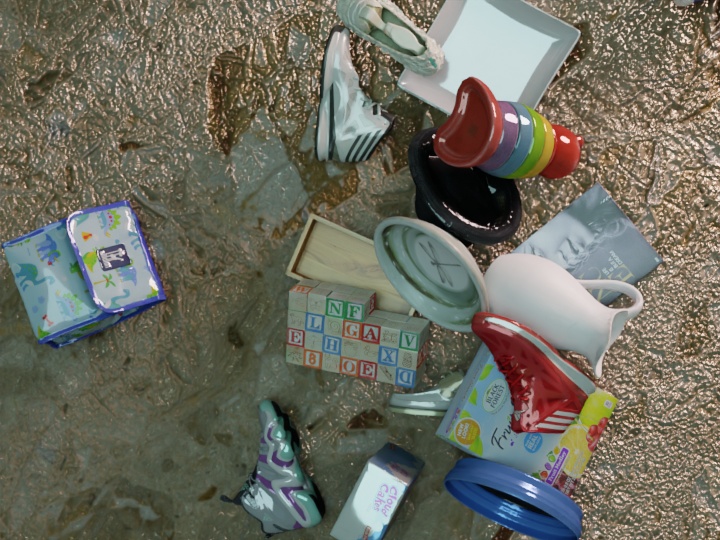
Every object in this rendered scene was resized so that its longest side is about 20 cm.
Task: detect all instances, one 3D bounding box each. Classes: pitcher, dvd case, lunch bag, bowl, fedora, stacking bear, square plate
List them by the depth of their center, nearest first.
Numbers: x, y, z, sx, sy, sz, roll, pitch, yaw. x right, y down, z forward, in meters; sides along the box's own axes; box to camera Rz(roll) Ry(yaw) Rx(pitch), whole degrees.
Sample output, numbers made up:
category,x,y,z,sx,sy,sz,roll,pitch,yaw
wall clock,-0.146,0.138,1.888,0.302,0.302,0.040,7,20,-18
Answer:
category,x,y,z,sx,sy,sz,roll,pitch,yaw
bowl,0.214,0.319,1.647,0.201,0.201,0.039,23,70,10
stacking bear,0.223,-0.179,1.659,0.114,0.200,0.122,52,123,46
pitcher,0.280,0.043,1.661,0.200,0.172,0.121,27,134,23
fedora,0.132,-0.105,1.697,0.201,0.201,0.092,48,135,7
dvd case,0.312,-0.008,1.717,0.200,0.016,0.149,-39,83,8
square plate,0.187,-0.307,1.736,0.198,0.028,0.200,32,95,9
lunch bag,-0.414,0.005,1.799,0.200,0.127,0.170,-21,83,-4

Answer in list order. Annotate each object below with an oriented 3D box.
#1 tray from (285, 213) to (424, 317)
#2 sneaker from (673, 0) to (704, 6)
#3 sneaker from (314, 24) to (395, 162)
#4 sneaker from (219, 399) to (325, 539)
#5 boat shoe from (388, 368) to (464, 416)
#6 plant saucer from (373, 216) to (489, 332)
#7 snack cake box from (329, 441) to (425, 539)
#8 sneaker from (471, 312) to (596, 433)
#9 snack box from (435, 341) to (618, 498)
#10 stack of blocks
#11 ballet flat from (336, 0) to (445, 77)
category,x,y,z,sx,sy,sz,roll,pitch,yaw
tray,0.000,0.000,1.763,0.200,0.037,0.099,24,93,9
sneaker,0.485,-0.477,1.664,0.146,0.081,0.200,-18,83,1
sneaker,-0.003,-0.257,1.756,0.115,0.076,0.201,5,98,2
sneaker,-0.150,0.303,1.766,0.140,0.078,0.200,-22,85,9
boat shoe,0.140,0.177,1.722,0.200,0.075,0.068,-1,88,0
plant saucer,0.108,-0.005,1.650,0.200,0.200,0.050,43,64,8
snack cake box,0.027,0.318,1.672,0.067,0.200,0.115,29,95,9
sneaker,0.213,0.148,1.581,0.200,0.078,0.116,34,76,-9
snack box,0.232,0.205,1.656,0.200,0.068,0.169,29,80,-10
stack of blocks,-0.004,0.090,1.723,0.200,0.059,0.115,11,111,16
ballet flat,0.039,-0.355,1.726,0.200,0.072,0.072,37,96,20
